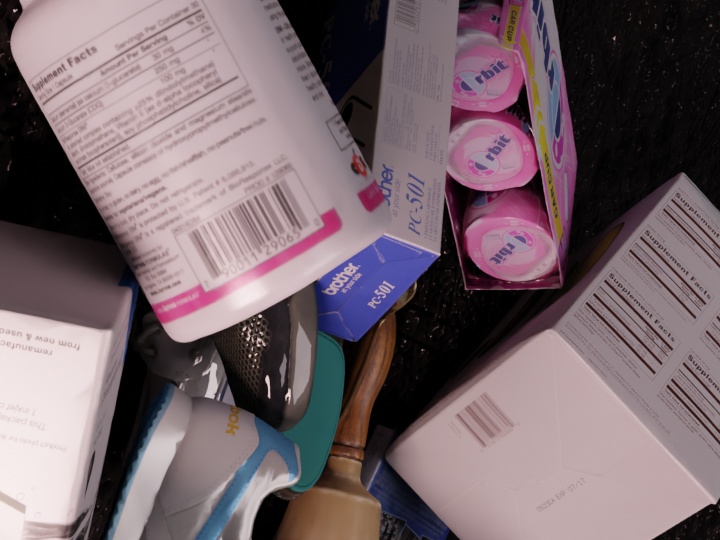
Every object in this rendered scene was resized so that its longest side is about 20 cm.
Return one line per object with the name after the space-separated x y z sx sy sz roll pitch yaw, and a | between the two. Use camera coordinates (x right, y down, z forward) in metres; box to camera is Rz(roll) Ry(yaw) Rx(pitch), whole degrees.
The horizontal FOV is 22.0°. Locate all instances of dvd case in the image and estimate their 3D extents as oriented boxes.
0.005 0.214 1.256 0.201 0.017 0.143 -65 149 -10 | dvd case

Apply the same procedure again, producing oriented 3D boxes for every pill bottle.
-0.080 -0.081 0.801 0.113 0.113 0.201 -34 98 -44 | pill bottle

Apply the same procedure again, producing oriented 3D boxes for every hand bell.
-0.008 0.104 1.139 0.104 0.104 0.201 31 68 -58 | hand bell

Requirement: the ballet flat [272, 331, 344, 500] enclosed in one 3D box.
-0.038 0.026 1.019 0.068 0.075 0.201 32 67 -51 | ballet flat

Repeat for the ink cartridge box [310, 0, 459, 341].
0.008 -0.074 0.957 0.094 0.044 0.201 -47 -151 49 | ink cartridge box

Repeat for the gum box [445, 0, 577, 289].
0.085 -0.098 1.124 0.114 0.066 0.201 -77 160 -44 | gum box

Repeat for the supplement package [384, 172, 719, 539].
0.160 0.078 1.205 0.191 0.147 0.200 -42 -178 45 | supplement package

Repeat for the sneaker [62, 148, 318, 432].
-0.086 -0.014 0.898 0.114 0.076 0.201 -10 91 -30 | sneaker

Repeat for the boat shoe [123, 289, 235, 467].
-0.091 0.029 0.976 0.070 0.071 0.201 26 87 -33 | boat shoe

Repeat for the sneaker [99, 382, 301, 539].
-0.093 0.159 0.882 0.077 0.080 0.201 -109 -140 -77 | sneaker

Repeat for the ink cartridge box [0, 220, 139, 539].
-0.158 0.093 0.813 0.146 0.084 0.201 -97 -161 -76 | ink cartridge box

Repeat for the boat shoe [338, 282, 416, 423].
0.000 0.000 1.079 0.076 0.074 0.201 30 82 -58 | boat shoe
